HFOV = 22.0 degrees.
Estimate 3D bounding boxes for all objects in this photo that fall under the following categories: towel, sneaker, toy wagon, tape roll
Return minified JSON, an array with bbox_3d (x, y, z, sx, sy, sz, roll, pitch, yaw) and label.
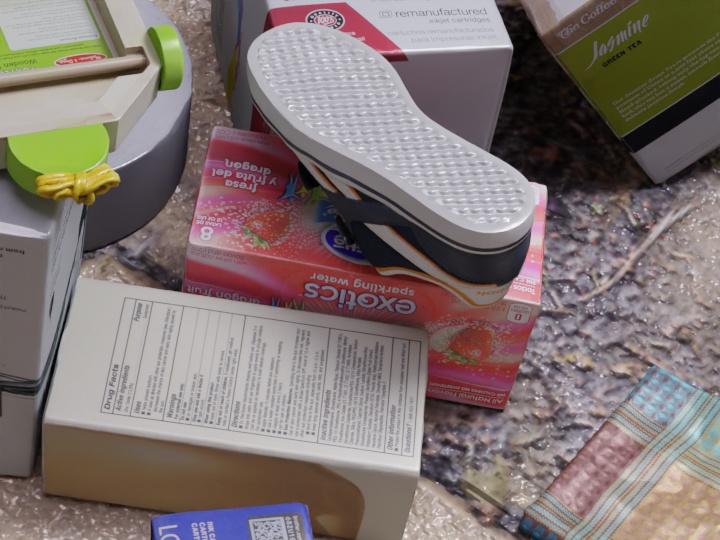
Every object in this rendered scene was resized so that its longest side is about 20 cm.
[{"bbox_3d":[0.207,0.140,1.010,0.199,0.022,0.147,29,53,27],"label":"towel"},{"bbox_3d":[0.009,-0.053,0.998,0.078,0.080,0.200,-31,56,-26],"label":"sneaker"},{"bbox_3d":[-0.166,-0.099,0.899,0.154,0.040,0.201,-11,54,-22],"label":"toy wagon"},{"bbox_3d":[-0.204,-0.103,1.147,0.199,0.066,0.201,5,48,-5],"label":"tape roll"}]

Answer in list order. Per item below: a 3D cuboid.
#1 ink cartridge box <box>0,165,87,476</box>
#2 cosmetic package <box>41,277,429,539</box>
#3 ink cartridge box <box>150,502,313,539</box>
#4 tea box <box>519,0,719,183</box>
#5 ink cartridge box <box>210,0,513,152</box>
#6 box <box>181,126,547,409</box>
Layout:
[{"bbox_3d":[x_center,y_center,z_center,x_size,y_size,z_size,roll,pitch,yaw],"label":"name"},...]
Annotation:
[{"bbox_3d":[-0.193,-0.009,0.975,0.082,0.201,0.147,11,48,-4],"label":"ink cartridge box"},{"bbox_3d":[-0.066,0.076,1.007,0.198,0.071,0.106,10,48,-2],"label":"cosmetic package"},{"bbox_3d":[-0.052,0.197,0.814,0.076,0.201,0.137,-3,49,-13],"label":"ink cartridge box"},{"bbox_3d":[0.171,-0.201,1.193,0.133,0.197,0.201,-33,51,12],"label":"tea box"},{"bbox_3d":[-0.008,-0.151,1.172,0.144,0.145,0.201,-5,49,-14],"label":"ink cartridge box"},{"bbox_3d":[0.000,0.000,1.069,0.198,0.103,0.095,10,48,-3],"label":"box"}]
